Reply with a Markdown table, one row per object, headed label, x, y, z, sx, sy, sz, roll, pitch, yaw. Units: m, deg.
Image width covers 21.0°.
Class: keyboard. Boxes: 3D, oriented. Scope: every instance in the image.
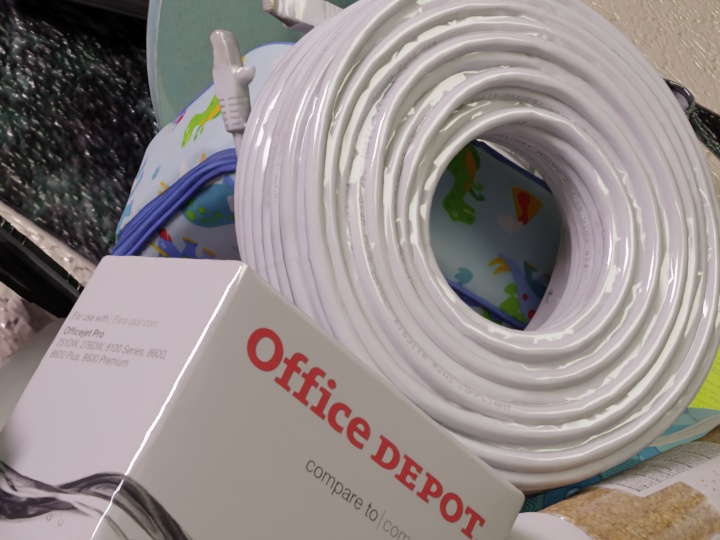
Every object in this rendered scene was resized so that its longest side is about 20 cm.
| label | x | y | z | sx | sy | sz | roll | pitch | yaw |
| --- | --- | --- | --- | --- | --- | --- | --- | --- | --- |
| keyboard | -0.146 | -0.017 | 0.722 | 0.126 | 0.021 | 0.200 | 30 | -9 | 16 |

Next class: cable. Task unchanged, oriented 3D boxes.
| label | x | y | z | sx | sy | sz | roll | pitch | yaw |
| --- | --- | --- | --- | --- | --- | --- | --- | --- | --- |
| cable | 0.049 | -0.014 | 0.730 | 0.198 | 0.069 | 0.202 | -2 | 81 | -28 |

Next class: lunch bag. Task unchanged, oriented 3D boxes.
| label | x | y | z | sx | sy | sz | roll | pitch | yaw |
| --- | --- | --- | --- | --- | --- | --- | --- | --- | --- |
| lunch bag | 0.000 | 0.000 | 0.835 | 0.199 | 0.160 | 0.083 | 30 | 58 | -21 |

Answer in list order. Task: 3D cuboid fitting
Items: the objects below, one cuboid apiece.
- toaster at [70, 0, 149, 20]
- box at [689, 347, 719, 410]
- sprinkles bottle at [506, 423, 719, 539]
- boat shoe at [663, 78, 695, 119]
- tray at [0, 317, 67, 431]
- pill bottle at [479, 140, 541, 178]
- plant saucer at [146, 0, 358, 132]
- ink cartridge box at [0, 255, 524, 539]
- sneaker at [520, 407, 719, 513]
| label | x | y | z | sx | sy | sz | roll | pitch | yaw |
| --- | --- | --- | --- | --- | --- | --- | --- | --- | --- |
| toaster | -0.123 | -0.206 | 0.982 | 0.128 | 0.114 | 0.201 | 13 | 42 | -39 |
| box | 0.186 | 0.109 | 0.997 | 0.121 | 0.048 | 0.201 | 22 | 38 | -26 |
| sprinkles bottle | 0.108 | 0.106 | 0.728 | 0.199 | 0.068 | 0.068 | -14 | 62 | -52 |
| boat shoe | 0.126 | -0.094 | 1.146 | 0.198 | 0.068 | 0.074 | 6 | 47 | -41 |
| tray | -0.086 | 0.124 | 0.691 | 0.107 | 0.022 | 0.200 | -38 | 78 | -15 |
| pill bottle | 0.046 | -0.092 | 0.951 | 0.115 | 0.116 | 0.202 | 26 | 67 | -21 |
| plant saucer | -0.051 | -0.124 | 0.933 | 0.038 | 0.203 | 0.200 | 14 | 22 | 28 |
| ink cartridge box | -0.056 | 0.116 | 0.593 | 0.144 | 0.084 | 0.201 | 40 | 67 | -33 |
| sneaker | 0.090 | 0.102 | 0.868 | 0.198 | 0.130 | 0.081 | -4 | 96 | -34 |
